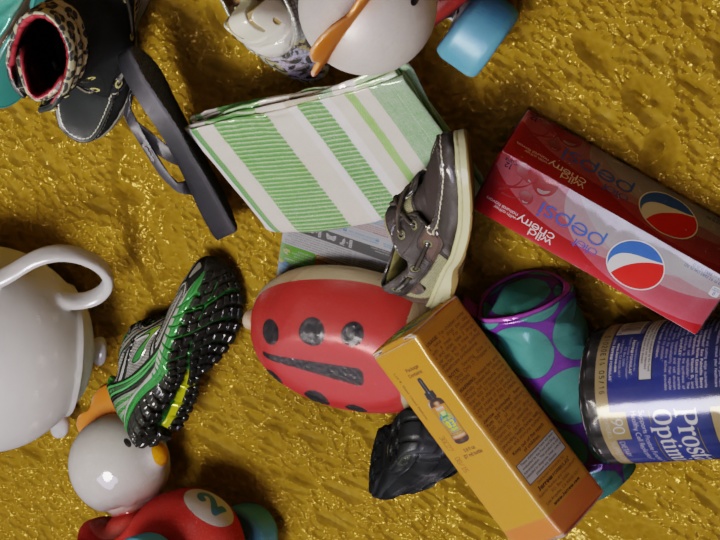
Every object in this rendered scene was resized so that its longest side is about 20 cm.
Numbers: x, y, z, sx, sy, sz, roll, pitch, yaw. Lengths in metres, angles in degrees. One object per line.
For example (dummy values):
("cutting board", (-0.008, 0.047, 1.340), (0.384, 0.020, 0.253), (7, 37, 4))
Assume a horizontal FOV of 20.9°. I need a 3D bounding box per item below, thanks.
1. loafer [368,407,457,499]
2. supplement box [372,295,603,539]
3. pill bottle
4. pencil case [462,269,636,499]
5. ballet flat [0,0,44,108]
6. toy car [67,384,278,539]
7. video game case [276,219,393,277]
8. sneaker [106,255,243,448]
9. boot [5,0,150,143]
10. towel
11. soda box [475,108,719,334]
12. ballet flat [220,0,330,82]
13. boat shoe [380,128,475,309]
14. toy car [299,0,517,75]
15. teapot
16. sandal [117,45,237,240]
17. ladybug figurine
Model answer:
("loafer", (0.050, 0.159, 1.655), (0.070, 0.068, 0.201), (9, 163, -9))
("supplement box", (0.101, 0.121, 1.539), (0.200, 0.069, 0.067), (52, 144, -6))
("pill bottle", (0.279, 0.090, 1.507), (0.200, 0.112, 0.112), (-6, 120, 29))
("pencil case", (0.156, 0.099, 1.589), (0.092, 0.085, 0.200), (-12, 117, 18))
("ballet flat", (-0.277, -0.223, 1.590), (0.070, 0.067, 0.200), (49, 133, 19))
("toy car", (-0.203, 0.200, 1.805), (0.177, 0.184, 0.201), (-17, 86, 33))
("video game case", (0.000, 0.000, 1.637), (0.143, 0.018, 0.200), (19, 128, 11))
("sneaker", (-0.174, 0.062, 1.724), (0.085, 0.078, 0.200), (48, 122, 26))
("boot", (-0.232, -0.160, 1.543), (0.073, 0.154, 0.204), (27, 129, 6))
("towel", (-0.019, -0.091, 1.533), (0.200, 0.023, 0.153), (-11, 136, 28))
("soda box", (0.191, -0.037, 1.486), (0.200, 0.070, 0.063), (30, 131, 3))
("ballet flat", (-0.091, -0.219, 1.493), (0.072, 0.072, 0.201), (-15, 115, 32))
("boat shoe", (0.050, -0.033, 1.502), (0.065, 0.073, 0.200), (2, 142, -3))
("toy car", (0.024, -0.208, 1.351), (0.184, 0.200, 0.177), (36, 130, -3))
("teapot", (-0.298, 0.068, 1.742), (0.146, 0.200, 0.198), (1, 95, -18))
("sandal", (-0.153, -0.093, 1.573), (0.043, 0.076, 0.200), (-23, 133, 2))
("ladybug figurine", (-0.009, 0.065, 1.627), (0.200, 0.072, 0.136), (8, 126, 20))
